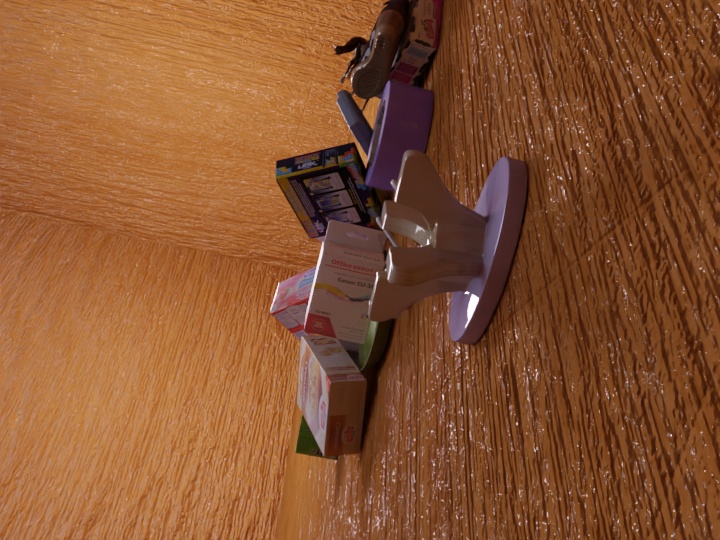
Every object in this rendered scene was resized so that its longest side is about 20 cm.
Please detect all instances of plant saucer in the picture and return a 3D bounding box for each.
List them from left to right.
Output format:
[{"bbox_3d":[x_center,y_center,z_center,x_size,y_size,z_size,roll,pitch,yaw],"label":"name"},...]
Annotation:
[{"bbox_3d":[0.034,0.086,1.427,0.200,0.031,0.201,-168,90,-83],"label":"plant saucer"}]

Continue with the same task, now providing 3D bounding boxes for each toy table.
[{"bbox_3d":[0.082,-0.026,0.798,0.184,0.117,0.201,-103,25,-76],"label":"toy table"}]

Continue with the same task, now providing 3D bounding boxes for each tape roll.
[{"bbox_3d":[0.071,-0.250,1.473,0.200,0.085,0.201,-168,90,-83],"label":"tape roll"}]

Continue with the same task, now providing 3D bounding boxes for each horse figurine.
[{"bbox_3d":[0.003,-0.427,1.651,0.133,0.050,0.200,-62,-23,-17],"label":"horse figurine"}]

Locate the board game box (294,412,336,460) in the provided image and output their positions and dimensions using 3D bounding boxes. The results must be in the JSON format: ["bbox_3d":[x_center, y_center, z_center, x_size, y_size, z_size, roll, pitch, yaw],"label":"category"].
[{"bbox_3d":[-0.084,0.319,1.767,0.030,0.095,0.201,127,154,-77],"label":"board game box"}]

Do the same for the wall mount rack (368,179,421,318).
[{"bbox_3d":[0.060,-0.029,1.194,0.200,0.074,0.174,114,166,-62],"label":"wall mount rack"}]

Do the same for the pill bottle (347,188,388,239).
[{"bbox_3d":[0.007,-0.128,1.735,0.104,0.104,0.200,110,170,-53],"label":"pill bottle"}]

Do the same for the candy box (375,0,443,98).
[{"bbox_3d":[0.097,-0.453,1.594,0.200,0.061,0.137,132,150,-62],"label":"candy box"}]

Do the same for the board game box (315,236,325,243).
[{"bbox_3d":[-0.033,-0.129,1.819,0.200,0.043,0.200,40,-130,-45],"label":"board game box"}]

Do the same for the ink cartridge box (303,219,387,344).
[{"bbox_3d":[-0.025,0.021,1.405,0.068,0.116,0.201,-91,14,-69],"label":"ink cartridge box"}]

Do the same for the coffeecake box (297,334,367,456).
[{"bbox_3d":[-0.058,0.232,1.482,0.200,0.073,0.154,-134,46,-62],"label":"coffeecake box"}]

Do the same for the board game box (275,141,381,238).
[{"bbox_3d":[-0.060,-0.158,1.581,0.200,0.165,0.057,64,-160,-51],"label":"board game box"}]

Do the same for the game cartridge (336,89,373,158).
[{"bbox_3d":[0.017,-0.275,1.651,0.200,0.040,0.134,51,-164,-50],"label":"game cartridge"}]

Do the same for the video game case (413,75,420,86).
[{"bbox_3d":[0.090,-0.329,1.729,0.200,0.022,0.183,-177,98,-84],"label":"video game case"}]

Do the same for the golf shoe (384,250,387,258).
[{"bbox_3d":[0.000,0.000,1.540,0.200,0.078,0.097,-42,-31,-72],"label":"golf shoe"}]

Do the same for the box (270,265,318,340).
[{"bbox_3d":[-0.077,0.054,1.630,0.200,0.103,0.095,-24,36,30],"label":"box"}]

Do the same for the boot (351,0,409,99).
[{"bbox_3d":[0.050,-0.457,1.569,0.200,0.072,0.167,120,173,-55],"label":"boot"}]

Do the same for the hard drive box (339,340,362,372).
[{"bbox_3d":[-0.035,0.173,1.693,0.200,0.077,0.156,-88,12,-59],"label":"hard drive box"}]
